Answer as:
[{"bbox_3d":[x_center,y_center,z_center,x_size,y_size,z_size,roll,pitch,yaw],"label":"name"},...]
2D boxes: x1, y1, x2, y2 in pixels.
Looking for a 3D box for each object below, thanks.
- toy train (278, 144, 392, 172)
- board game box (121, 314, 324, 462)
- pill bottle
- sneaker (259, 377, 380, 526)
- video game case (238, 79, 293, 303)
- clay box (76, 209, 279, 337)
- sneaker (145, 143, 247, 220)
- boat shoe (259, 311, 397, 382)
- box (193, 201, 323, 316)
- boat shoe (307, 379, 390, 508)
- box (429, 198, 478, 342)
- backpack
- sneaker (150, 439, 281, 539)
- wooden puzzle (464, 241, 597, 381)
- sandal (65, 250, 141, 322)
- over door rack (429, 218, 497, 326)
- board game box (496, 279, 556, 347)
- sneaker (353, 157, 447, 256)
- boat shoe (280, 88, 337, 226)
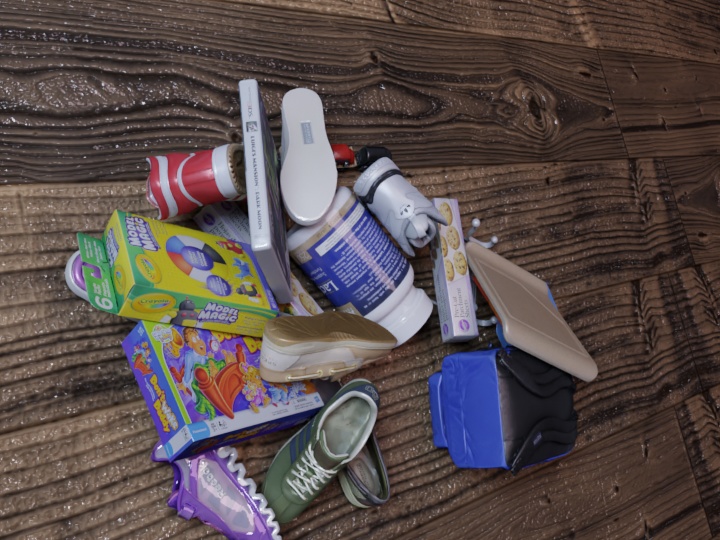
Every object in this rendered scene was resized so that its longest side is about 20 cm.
[{"bbox_3d":[-0.034,-0.159,0.973,0.197,0.046,0.035,-8,80,-37],"label":"toy train"},{"bbox_3d":[-0.143,0.115,0.748,0.199,0.045,0.136,-1,56,-55],"label":"board game box"},{"bbox_3d":[0.000,0.000,0.905,0.201,0.115,0.116,49,54,-13],"label":"pill bottle"},{"bbox_3d":[-0.047,0.206,0.780,0.067,0.090,0.201,40,81,-1],"label":"sneaker"},{"bbox_3d":[-0.102,-0.077,0.765,0.023,0.200,0.185,-7,73,-1],"label":"video game case"},{"bbox_3d":[-0.192,0.003,0.732,0.198,0.048,0.116,15,33,-42],"label":"clay box"},{"bbox_3d":[-0.174,-0.102,0.780,0.110,0.200,0.073,-12,93,3],"label":"sneaker"},{"bbox_3d":[-0.039,0.094,0.802,0.198,0.073,0.070,5,113,-44],"label":"boat shoe"},{"bbox_3d":[-0.125,-0.004,0.859,0.201,0.038,0.042,52,36,-11],"label":"box"},{"bbox_3d":[-0.014,0.201,0.865,0.073,0.064,0.203,-29,93,-36],"label":"boat shoe"},{"bbox_3d":[0.127,-0.002,0.971,0.041,0.039,0.204,1,72,-19],"label":"box"},{"bbox_3d":[0.202,0.183,0.962,0.198,0.166,0.166,4,83,-40],"label":"backpack"},{"bbox_3d":[-0.159,0.247,0.743,0.088,0.080,0.202,-30,89,-33],"label":"sneaker"},{"bbox_3d":[0.235,0.059,0.982,0.183,0.037,0.202,26,29,-27],"label":"wooden puzzle"},{"bbox_3d":[-0.226,0.025,0.774,0.200,0.050,0.084,14,68,-32],"label":"sandal"},{"bbox_3d":[0.135,-0.010,1.038,0.197,0.066,0.150,19,65,-30],"label":"over door rack"},{"bbox_3d":[0.271,0.117,1.110,0.157,0.039,0.203,-32,101,-37],"label":"board game box"},{"bbox_3d":[0.055,-0.077,0.921,0.075,0.200,0.115,-41,82,4],"label":"sneaker"},{"bbox_3d":[-0.073,-0.134,0.865,0.071,0.069,0.203,-8,61,-10],"label":"boat shoe"}]
